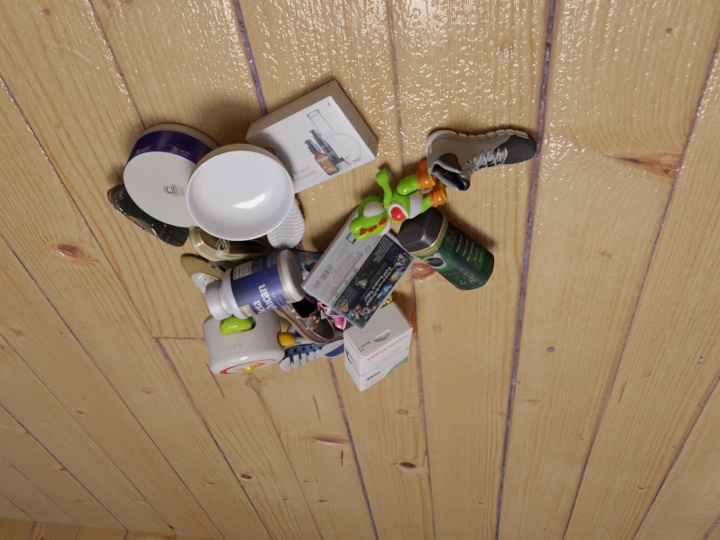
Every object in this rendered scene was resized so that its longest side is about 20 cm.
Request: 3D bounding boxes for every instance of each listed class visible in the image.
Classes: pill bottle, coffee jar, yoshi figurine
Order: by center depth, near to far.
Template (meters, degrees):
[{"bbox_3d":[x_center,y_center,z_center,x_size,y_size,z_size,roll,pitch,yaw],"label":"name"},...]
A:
[{"bbox_3d":[0.064,-0.134,1.303,0.197,0.115,0.112,-28,170,19],"label":"yoshi figurine"},{"bbox_3d":[0.172,-0.044,1.364,0.198,0.087,0.103,34,154,-27],"label":"coffee jar"},{"bbox_3d":[-0.226,0.037,1.445,0.195,0.113,0.112,-18,135,10],"label":"pill bottle"}]

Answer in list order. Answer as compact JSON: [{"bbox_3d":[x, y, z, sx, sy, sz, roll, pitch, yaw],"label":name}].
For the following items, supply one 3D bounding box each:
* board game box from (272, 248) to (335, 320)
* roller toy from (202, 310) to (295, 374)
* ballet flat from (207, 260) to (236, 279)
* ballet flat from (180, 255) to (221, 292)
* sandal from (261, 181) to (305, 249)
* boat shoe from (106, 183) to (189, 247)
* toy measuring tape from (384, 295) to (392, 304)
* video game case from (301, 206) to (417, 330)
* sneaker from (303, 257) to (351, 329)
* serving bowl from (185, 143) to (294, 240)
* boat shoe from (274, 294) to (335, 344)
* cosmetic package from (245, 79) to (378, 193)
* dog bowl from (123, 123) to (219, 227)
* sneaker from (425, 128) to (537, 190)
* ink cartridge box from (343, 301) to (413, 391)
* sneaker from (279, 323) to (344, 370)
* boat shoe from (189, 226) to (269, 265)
[{"bbox_3d":[-0.123,0.036,1.563,0.147,0.037,0.203,6,139,3],"label":"board game box"},{"bbox_3d":[-0.268,0.167,1.577,0.180,0.143,0.197,-24,163,38],"label":"roller toy"},{"bbox_3d":[-0.273,0.021,1.554,0.068,0.071,0.200,-22,131,33],"label":"ballet flat"},{"bbox_3d":[-0.337,0.035,1.584,0.197,0.064,0.068,30,138,-23],"label":"ballet flat"},{"bbox_3d":[-0.157,-0.123,1.376,0.080,0.051,0.205,-8,141,-6],"label":"sandal"},{"bbox_3d":[-0.447,-0.121,1.426,0.073,0.077,0.200,14,160,41],"label":"boat shoe"},{"bbox_3d":[0.010,0.017,1.487,0.072,0.075,0.200,-19,133,30],"label":"toy measuring tape"},{"bbox_3d":[0.000,0.000,1.413,0.181,0.023,0.202,36,93,-29],"label":"video game case"},{"bbox_3d":[-0.065,0.056,1.461,0.078,0.096,0.200,22,159,50],"label":"sneaker"},{"bbox_3d":[-0.223,-0.153,1.245,0.195,0.067,0.203,-9,135,-9],"label":"serving bowl"},{"bbox_3d":[-0.126,0.100,1.552,0.070,0.072,0.199,-24,129,39],"label":"boat shoe"},{"bbox_3d":[-0.087,-0.235,1.226,0.196,0.053,0.151,-18,130,30],"label":"cosmetic package"},{"bbox_3d":[-0.355,-0.182,1.321,0.194,0.080,0.203,6,140,5],"label":"dog bowl"},{"bbox_3d":[0.208,-0.182,1.175,0.194,0.118,0.076,1,141,10],"label":"sneaker"},{"bbox_3d":[0.039,0.180,1.586,0.143,0.085,0.202,-29,154,-16],"label":"ink cartridge box"},{"bbox_3d":[-0.122,0.162,1.680,0.195,0.117,0.081,-14,148,-19],"label":"sneaker"},{"bbox_3d":[-0.275,-0.056,1.427,0.062,0.075,0.199,-27,151,25],"label":"boat shoe"}]
